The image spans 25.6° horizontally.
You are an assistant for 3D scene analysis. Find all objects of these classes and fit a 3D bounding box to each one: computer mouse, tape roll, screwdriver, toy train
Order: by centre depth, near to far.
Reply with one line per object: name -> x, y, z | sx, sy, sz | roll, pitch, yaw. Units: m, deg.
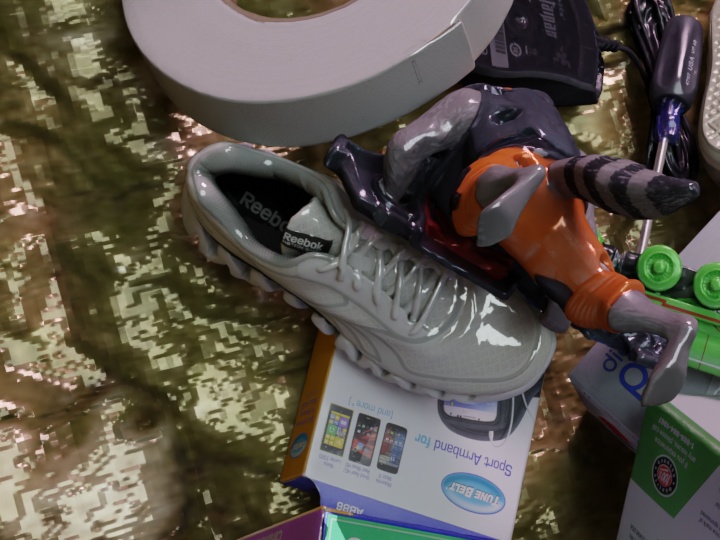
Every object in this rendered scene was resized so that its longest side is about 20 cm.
tape roll -> -0.019, -0.151, 0.773 | 0.200, 0.037, 0.205 | -9, 56, 13
toy train -> 0.152, 0.018, 0.782 | 0.198, 0.042, 0.057 | 18, 90, 13
screwdriver -> 0.163, -0.055, 0.859 | 0.029, 0.028, 0.202 | 46, 49, -49
computer mouse -> 0.103, -0.098, 0.878 | 0.198, 0.046, 0.142 | 1, 73, -35

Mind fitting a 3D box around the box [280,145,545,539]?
box -> 0.035, 0.051, 0.815 | 0.118, 0.041, 0.202 | 20, 73, -17

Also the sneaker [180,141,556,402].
sneaker -> 0.000, 0.000, 0.746 | 0.199, 0.081, 0.076 | 27, 81, 5

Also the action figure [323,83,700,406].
action figure -> 0.093, -0.021, 0.694 | 0.199, 0.194, 0.105 | 27, 106, -23

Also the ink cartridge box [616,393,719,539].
ink cartridge box -> 0.182, 0.179, 0.747 | 0.082, 0.147, 0.202 | 3, 108, -22

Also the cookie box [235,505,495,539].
cookie box -> 0.039, 0.168, 0.716 | 0.198, 0.171, 0.076 | 13, 70, -20

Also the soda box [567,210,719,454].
soda box -> 0.203, 0.013, 0.832 | 0.200, 0.063, 0.068 | -46, 62, -3

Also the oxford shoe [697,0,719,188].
oxford shoe -> 0.239, -0.117, 0.929 | 0.058, 0.074, 0.201 | 68, 35, -44
